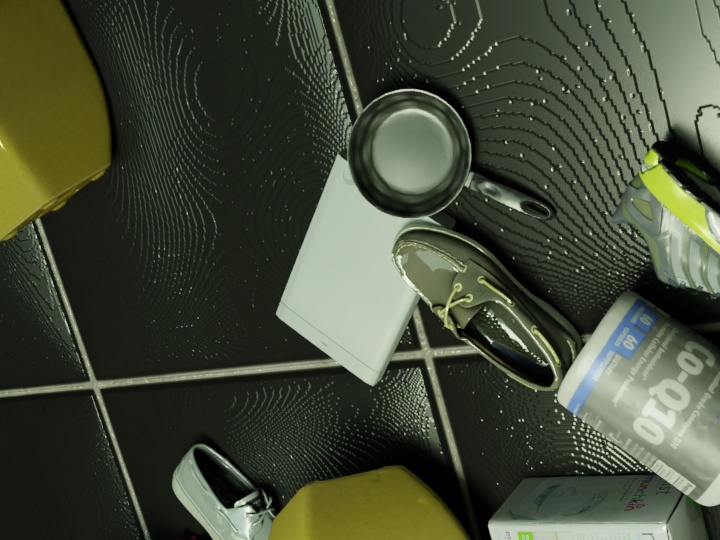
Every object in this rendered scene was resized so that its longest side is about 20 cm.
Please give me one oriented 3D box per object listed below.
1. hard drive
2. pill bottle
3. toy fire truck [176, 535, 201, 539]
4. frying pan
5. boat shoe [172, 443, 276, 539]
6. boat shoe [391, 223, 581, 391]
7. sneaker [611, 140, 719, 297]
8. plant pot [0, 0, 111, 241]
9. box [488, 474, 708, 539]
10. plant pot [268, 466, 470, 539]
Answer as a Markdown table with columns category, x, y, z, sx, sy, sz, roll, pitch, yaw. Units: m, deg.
| category | x | y | z | sx | sy | sz | roll | pitch | yaw |
| --- | --- | --- | --- | --- | --- | --- | --- | --- | --- |
| hard drive | 0.000 | 0.000 | 1.056 | 0.131 | 0.027 | 0.202 | 35 | 123 | 17 |
| pill bottle | 0.271 | 0.117 | 0.873 | 0.199 | 0.113 | 0.115 | 35 | 124 | 16 |
| toy fire truck | -0.230 | 0.378 | 1.274 | 0.128 | 0.176 | 0.202 | 36 | 109 | 16 |
| frying pan | 0.081 | -0.105 | 0.959 | 0.187 | 0.031 | 0.117 | 1 | 101 | 11 |
| boat shoe | -0.136 | 0.279 | 1.227 | 0.200 | 0.070 | 0.072 | 40 | 128 | 16 |
| boat shoe | 0.108 | 0.032 | 0.962 | 0.201 | 0.060 | 0.072 | 36 | 125 | 5 |
| sneaker | 0.284 | -0.008 | 0.850 | 0.201 | 0.073 | 0.081 | 51 | 134 | 15 |
| plant pot | -0.385 | -0.152 | 1.149 | 0.193 | 0.195 | 0.202 | -28 | 99 | 37 |
| box | 0.233 | 0.299 | 0.980 | 0.174 | 0.096 | 0.203 | -11 | 102 | 35 |
| plant pot | 0.004 | 0.311 | 1.049 | 0.196 | 0.191 | 0.203 | 124 | 134 | -54 |
